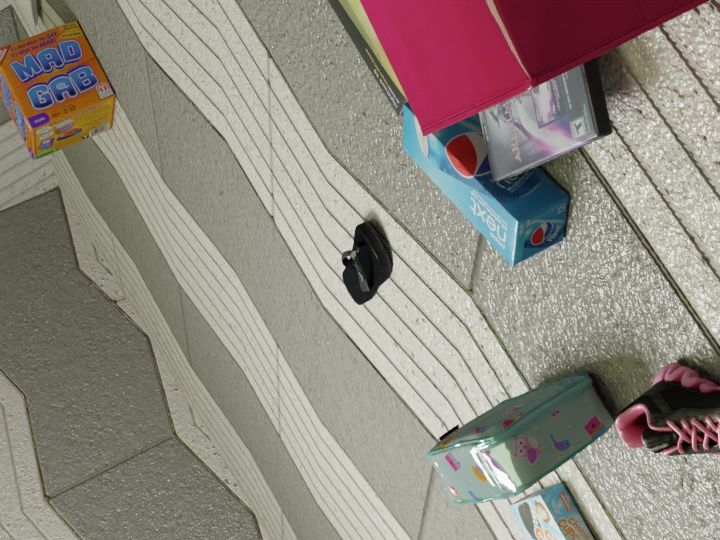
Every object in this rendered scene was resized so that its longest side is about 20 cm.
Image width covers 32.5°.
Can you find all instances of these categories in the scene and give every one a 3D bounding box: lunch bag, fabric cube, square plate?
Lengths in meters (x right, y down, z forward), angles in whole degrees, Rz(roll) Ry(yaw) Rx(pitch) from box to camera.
[{"bbox_3d":[0.170,0.179,1.330,0.077,0.160,0.200,59,155,1],"label":"lunch bag"},{"bbox_3d":[0.115,-0.237,0.877,0.199,0.200,0.196,64,161,-4],"label":"fabric cube"},{"bbox_3d":[-0.839,-0.726,3.034,0.200,0.028,0.198,60,161,13],"label":"square plate"}]

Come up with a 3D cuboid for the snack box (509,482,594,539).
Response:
[{"bbox_3d":[0.261,0.360,1.500,0.200,0.037,0.116,61,161,10],"label":"snack box"}]

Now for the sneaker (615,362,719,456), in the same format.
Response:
[{"bbox_3d":[0.290,0.133,1.047,0.079,0.095,0.200,68,159,-7],"label":"sneaker"}]

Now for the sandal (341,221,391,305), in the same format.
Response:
[{"bbox_3d":[0.000,0.001,1.720,0.076,0.043,0.200,57,160,19],"label":"sandal"}]

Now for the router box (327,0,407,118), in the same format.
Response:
[{"bbox_3d":[0.028,-0.280,1.273,0.200,0.052,0.157,60,161,13],"label":"router box"}]

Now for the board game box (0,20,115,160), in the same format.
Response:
[{"bbox_3d":[-0.688,-0.403,2.781,0.200,0.200,0.200,62,161,7],"label":"board game box"}]

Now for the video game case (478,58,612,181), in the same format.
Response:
[{"bbox_3d":[0.151,-0.167,1.093,0.200,0.019,0.143,160,99,-69],"label":"video game case"}]

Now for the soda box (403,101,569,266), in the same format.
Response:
[{"bbox_3d":[0.121,-0.100,1.241,0.200,0.064,0.068,50,157,34],"label":"soda box"}]
